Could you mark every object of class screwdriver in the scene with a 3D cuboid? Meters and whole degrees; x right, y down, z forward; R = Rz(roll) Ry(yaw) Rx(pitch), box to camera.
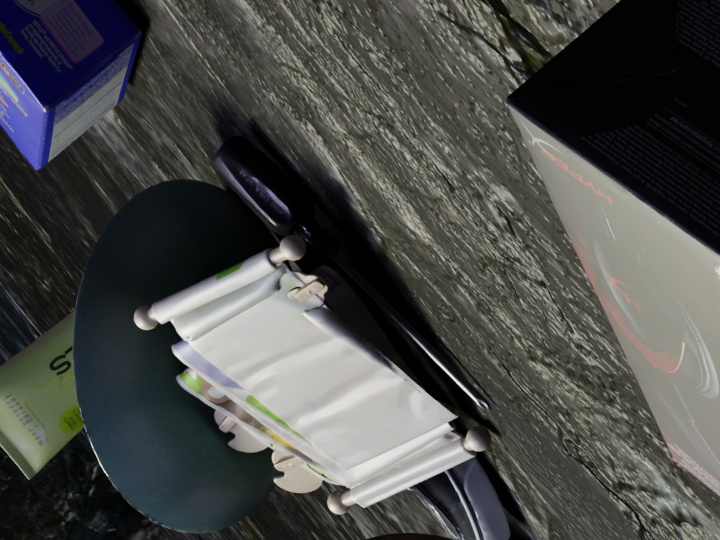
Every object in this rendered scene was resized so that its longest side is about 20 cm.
[{"bbox_3d":[0.000,0.000,1.532,0.200,0.029,0.028,40,168,8],"label":"screwdriver"}]

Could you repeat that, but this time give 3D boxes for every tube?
[{"bbox_3d":[-0.139,0.036,1.723,0.058,0.200,0.052,50,172,6],"label":"tube"}]

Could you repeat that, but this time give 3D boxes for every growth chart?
[{"bbox_3d":[-0.028,0.063,1.559,0.144,0.018,0.200,-19,131,36],"label":"growth chart"}]

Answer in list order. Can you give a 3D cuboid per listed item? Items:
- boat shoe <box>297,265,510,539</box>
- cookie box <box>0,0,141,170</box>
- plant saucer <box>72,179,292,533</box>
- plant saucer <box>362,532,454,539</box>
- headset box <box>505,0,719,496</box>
[{"bbox_3d":[0.011,0.093,1.652,0.200,0.068,0.072,55,169,-24],"label":"boat shoe"},{"bbox_3d":[-0.208,-0.159,1.668,0.171,0.075,0.200,52,169,1],"label":"cookie box"},{"bbox_3d":[-0.080,0.047,1.638,0.039,0.201,0.201,-4,132,38],"label":"plant saucer"},{"bbox_3d":[0.042,0.248,1.747,0.200,0.200,0.029,49,151,9],"label":"plant saucer"},{"bbox_3d":[0.140,0.025,0.836,0.149,0.075,0.200,40,166,42],"label":"headset box"}]
